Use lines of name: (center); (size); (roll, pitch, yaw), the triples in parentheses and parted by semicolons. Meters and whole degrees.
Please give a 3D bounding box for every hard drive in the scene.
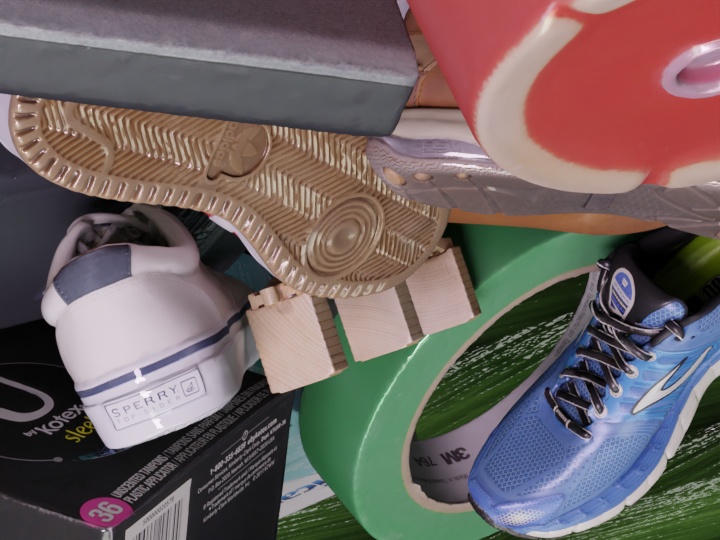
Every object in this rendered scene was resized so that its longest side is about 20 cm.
hard drive: (-0.092, -0.102, 0.670); (0.199, 0.140, 0.033); (6, 133, -23)
hard drive: (-0.113, -0.021, 0.894); (0.199, 0.033, 0.140); (-14, 161, -37)

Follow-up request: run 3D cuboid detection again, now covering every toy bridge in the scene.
toy bridge: (0.000, 0.000, 0.897); (0.027, 0.067, 0.200); (-19, 179, 19)

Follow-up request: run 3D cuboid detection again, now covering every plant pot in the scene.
plant pot: (0.081, -0.131, 0.670); (0.200, 0.178, 0.201); (-11, 157, -5)

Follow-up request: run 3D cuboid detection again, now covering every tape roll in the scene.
tape roll: (0.066, 0.042, 1.097); (0.200, 0.048, 0.201); (-28, 143, -23)

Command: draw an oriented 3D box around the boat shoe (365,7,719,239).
boat shoe: (0.103, -0.053, 0.758); (0.199, 0.072, 0.076); (7, 167, -8)

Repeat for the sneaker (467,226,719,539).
sneaker: (0.117, 0.031, 1.032); (0.200, 0.079, 0.089); (-46, 141, 0)

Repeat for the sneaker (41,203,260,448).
sneaker: (-0.073, 0.009, 0.839); (0.073, 0.071, 0.200); (-20, -174, -3)

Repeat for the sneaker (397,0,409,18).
sneaker: (0.033, -0.119, 0.808); (0.200, 0.075, 0.115); (27, 121, -33)

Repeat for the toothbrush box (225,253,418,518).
toothbrush box: (-0.087, 0.061, 1.126); (0.146, 0.086, 0.200); (-26, 152, 26)

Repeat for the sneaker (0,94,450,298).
sneaker: (-0.061, -0.055, 0.788); (0.200, 0.112, 0.071); (22, 100, -46)

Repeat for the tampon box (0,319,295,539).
tampon box: (-0.151, 0.095, 0.951); (0.199, 0.127, 0.150); (18, -154, 21)

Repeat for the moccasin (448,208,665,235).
moccasin: (0.082, -0.059, 0.970); (0.200, 0.074, 0.078); (4, 163, -13)
